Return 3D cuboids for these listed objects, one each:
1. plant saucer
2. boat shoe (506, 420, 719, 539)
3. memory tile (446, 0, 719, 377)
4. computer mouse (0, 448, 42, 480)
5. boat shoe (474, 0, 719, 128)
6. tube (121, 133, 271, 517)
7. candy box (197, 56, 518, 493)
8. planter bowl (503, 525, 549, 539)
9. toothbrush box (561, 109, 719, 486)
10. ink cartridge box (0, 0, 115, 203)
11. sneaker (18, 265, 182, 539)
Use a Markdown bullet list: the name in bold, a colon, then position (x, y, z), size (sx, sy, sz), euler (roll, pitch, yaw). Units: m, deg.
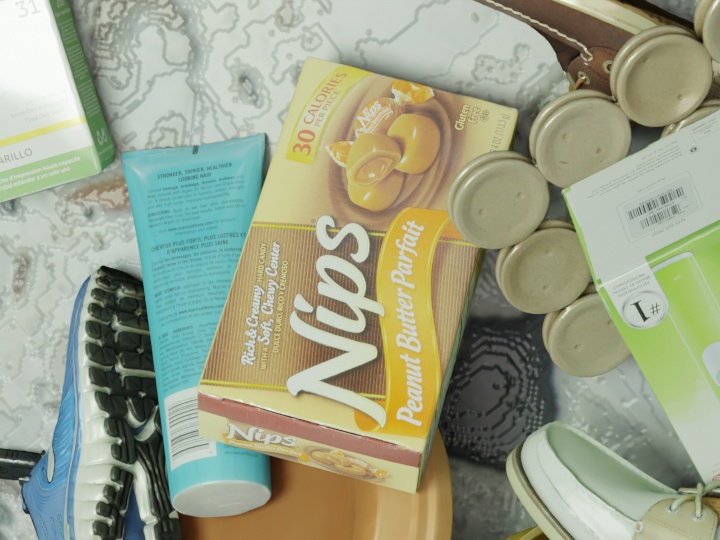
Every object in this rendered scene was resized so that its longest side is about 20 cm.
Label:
- **plant saucer**: position (-0.043, 0.132, 1.505), size (0.199, 0.037, 0.202), euler (-14, 67, 35)
- **boat shoe**: position (0.163, 0.135, 1.435), size (0.200, 0.075, 0.069), euler (39, 122, 9)
- **memory tile**: position (0.150, -0.047, 1.453), size (0.199, 0.017, 0.153), euler (-36, 126, 6)
- **computer mouse**: position (-0.223, 0.165, 1.586), size (0.198, 0.046, 0.142), euler (4, 99, 7)
- **boat shoe**: position (0.134, -0.100, 1.490), size (0.199, 0.072, 0.072), euler (24, 102, -4)
- **tube**: position (-0.079, 0.024, 1.513), size (0.077, 0.050, 0.201), euler (-6, 67, 1)
- **candy box**: position (0.000, 0.000, 1.474), size (0.115, 0.055, 0.201), euler (14, 63, 6)
- **planter bowl**: position (0.074, 0.212, 1.514), size (0.083, 0.200, 0.202), euler (13, 103, 44)
- **toothbrush box**: position (0.207, 0.021, 1.444), size (0.145, 0.086, 0.200), euler (-25, 127, 8)
- **ink cartridge box**: position (-0.225, -0.130, 1.543), size (0.145, 0.048, 0.201), euler (-15, 99, 10)
- **sneaker**: position (-0.141, 0.092, 1.523), size (0.089, 0.078, 0.201), euler (-22, 55, 41)
